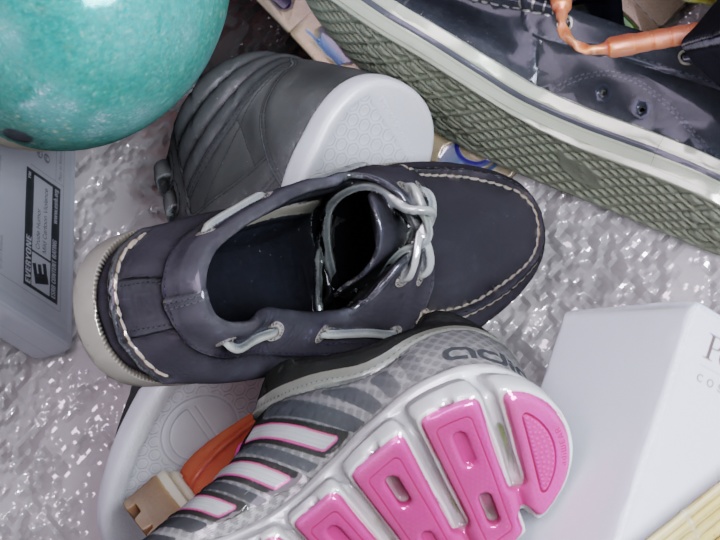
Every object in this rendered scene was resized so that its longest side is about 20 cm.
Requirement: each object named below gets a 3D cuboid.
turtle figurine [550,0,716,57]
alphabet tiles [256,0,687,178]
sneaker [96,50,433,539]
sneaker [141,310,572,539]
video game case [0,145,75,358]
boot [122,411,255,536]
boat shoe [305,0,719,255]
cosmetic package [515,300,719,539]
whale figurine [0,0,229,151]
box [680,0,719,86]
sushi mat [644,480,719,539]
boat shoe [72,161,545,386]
[{"bbox_3d":[0.108,-0.132,0.943,0.199,0.065,0.162,-22,62,-32],"label":"turtle figurine"},{"bbox_3d":[0.032,-0.147,1.031,0.167,0.008,0.200,-44,76,3],"label":"alphabet tiles"},{"bbox_3d":[-0.050,0.008,1.016,0.201,0.070,0.099,-62,34,5],"label":"sneaker"},{"bbox_3d":[-0.022,0.080,0.873,0.199,0.074,0.088,-35,24,14],"label":"sneaker"},{"bbox_3d":[-0.168,-0.090,1.047,0.023,0.182,0.201,-15,61,25],"label":"video game case"},{"bbox_3d":[0.015,0.114,0.923,0.107,0.075,0.200,-38,59,-8],"label":"boot"},{"bbox_3d":[0.069,-0.071,0.971,0.199,0.075,0.063,25,75,21],"label":"boat shoe"},{"bbox_3d":[0.089,0.121,0.847,0.071,0.101,0.201,-7,60,59],"label":"cosmetic package"},{"bbox_3d":[-0.130,-0.128,0.980,0.103,0.200,0.160,-2,57,52],"label":"whale figurine"},{"bbox_3d":[0.236,-0.078,0.808,0.200,0.117,0.197,41,89,-3],"label":"box"},{"bbox_3d":[0.117,0.110,0.812,0.199,0.096,0.012,-34,11,-25],"label":"sushi mat"},{"bbox_3d":[0.000,0.000,0.916,0.063,0.199,0.073,-15,87,49],"label":"boat shoe"}]
